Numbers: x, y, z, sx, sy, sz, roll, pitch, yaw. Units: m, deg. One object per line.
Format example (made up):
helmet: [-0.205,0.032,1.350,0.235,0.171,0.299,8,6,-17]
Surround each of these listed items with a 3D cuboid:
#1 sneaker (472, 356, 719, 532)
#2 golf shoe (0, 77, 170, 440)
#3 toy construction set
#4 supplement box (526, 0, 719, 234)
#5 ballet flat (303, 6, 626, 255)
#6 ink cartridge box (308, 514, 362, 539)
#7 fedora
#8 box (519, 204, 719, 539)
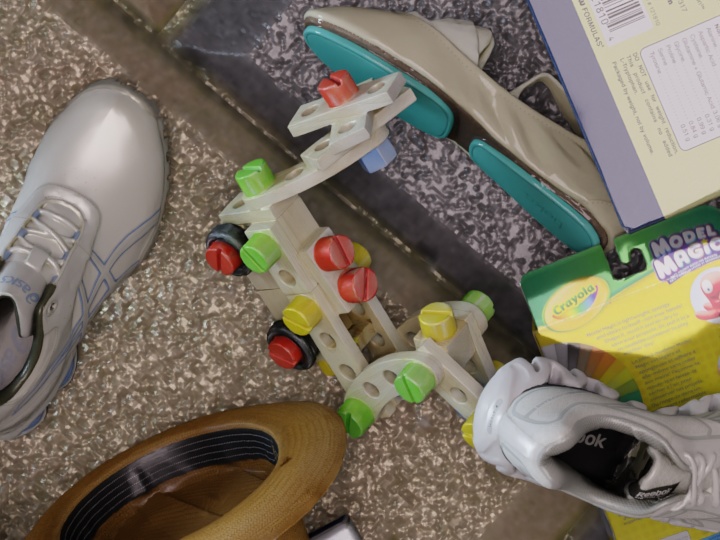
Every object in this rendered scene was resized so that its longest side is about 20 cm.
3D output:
sneaker: [0.156,0.097,1.465,0.200,0.081,0.075,9,100,-19]
golf shoe: [-0.157,-0.003,1.533,0.078,0.097,0.200,23,94,3]
toy construction set: [0.000,0.000,1.509,0.131,0.092,0.200,-6,109,48]
supplement box: [0.181,-0.149,1.400,0.200,0.134,0.200,-23,92,9]
ballet flat: [0.063,-0.087,1.536,0.200,0.069,0.069,38,95,-2]
ink cartridge box: [-0.044,0.261,1.573,0.196,0.043,0.200,-28,93,3]
fedora: [-0.080,0.141,1.497,0.200,0.201,0.082,-24,107,5]
box: [0.165,0.072,1.535,0.117,0.048,0.200,-21,102,5]
